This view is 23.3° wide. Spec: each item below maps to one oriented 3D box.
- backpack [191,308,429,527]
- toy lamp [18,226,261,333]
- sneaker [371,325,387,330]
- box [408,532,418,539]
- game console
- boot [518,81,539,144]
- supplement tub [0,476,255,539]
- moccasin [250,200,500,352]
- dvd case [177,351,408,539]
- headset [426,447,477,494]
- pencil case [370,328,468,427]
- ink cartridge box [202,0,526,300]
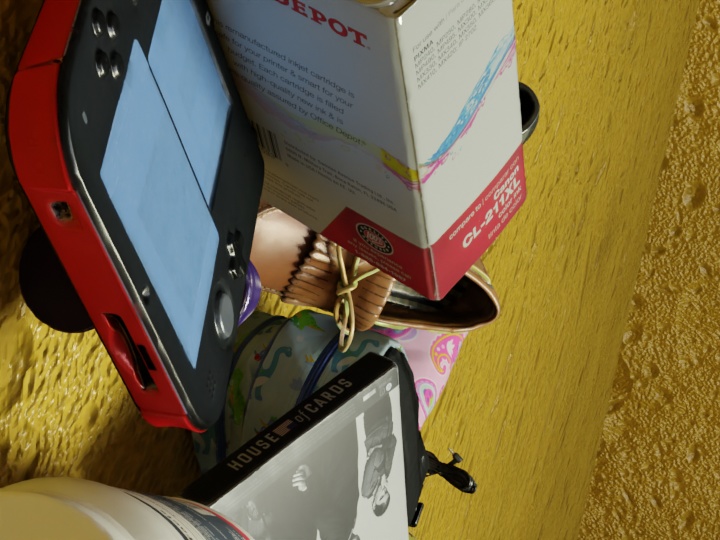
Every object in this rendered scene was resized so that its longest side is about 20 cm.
[{"bbox_3d":[-0.027,0.111,1.065,0.164,0.153,0.200,-57,173,-25],"label":"backpack"},{"bbox_3d":[-0.095,0.005,0.828,0.200,0.058,0.059,15,92,-73],"label":"toy lamp"},{"bbox_3d":[0.042,-0.055,1.253,0.078,0.066,0.201,-22,127,-76],"label":"sneaker"},{"bbox_3d":[-0.028,0.259,1.245,0.050,0.075,0.201,-4,122,-47],"label":"box"},{"bbox_3d":[-0.082,-0.051,0.723,0.200,0.031,0.177,72,23,-47],"label":"game console"},{"bbox_3d":[0.044,-0.048,1.146,0.200,0.068,0.131,-53,178,12],"label":"boot"},{"bbox_3d":[-0.115,0.163,0.753,0.200,0.140,0.141,41,66,-74],"label":"supplement tub"},{"bbox_3d":[-0.001,0.001,0.995,0.201,0.078,0.074,20,109,-43],"label":"moccasin"},{"bbox_3d":[-0.028,0.163,0.953,0.150,0.025,0.201,-35,134,-38],"label":"dvd case"},{"bbox_3d":[0.007,0.185,1.330,0.200,0.094,0.124,-31,137,-53],"label":"headset"},{"bbox_3d":[0.025,0.063,1.287,0.200,0.087,0.088,-58,159,-44],"label":"pencil case"},{"bbox_3d":[-0.005,-0.100,0.810,0.083,0.145,0.200,-46,151,-23],"label":"ink cartridge box"}]
